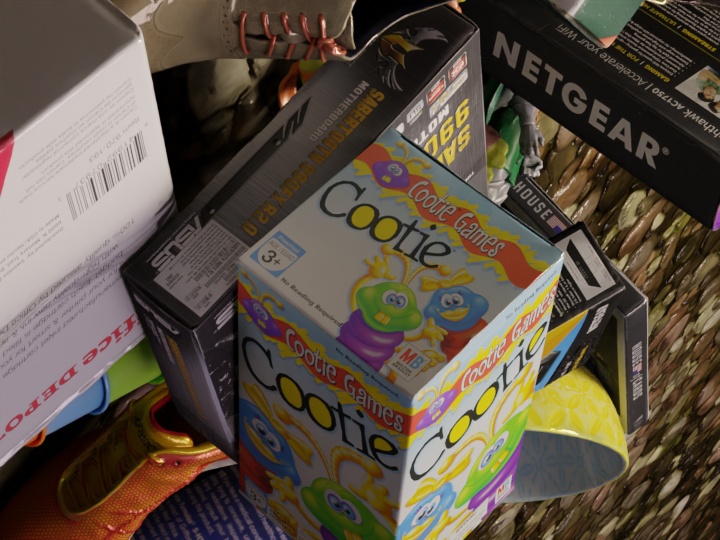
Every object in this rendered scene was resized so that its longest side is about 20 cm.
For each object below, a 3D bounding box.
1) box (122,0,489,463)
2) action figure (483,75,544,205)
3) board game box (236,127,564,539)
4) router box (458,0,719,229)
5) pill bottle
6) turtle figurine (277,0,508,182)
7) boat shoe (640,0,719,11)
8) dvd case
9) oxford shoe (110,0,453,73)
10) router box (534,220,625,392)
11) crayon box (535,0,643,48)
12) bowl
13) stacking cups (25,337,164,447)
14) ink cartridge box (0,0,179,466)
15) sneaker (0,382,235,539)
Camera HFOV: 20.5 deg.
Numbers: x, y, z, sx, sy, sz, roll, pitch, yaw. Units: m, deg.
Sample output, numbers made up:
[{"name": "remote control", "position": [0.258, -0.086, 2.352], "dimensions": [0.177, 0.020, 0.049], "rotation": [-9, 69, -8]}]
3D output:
[{"name": "box", "position": [-0.019, -0.019, 0.956], "dimensions": [0.200, 0.048, 0.159], "rotation": [-47, 157, -18]}, {"name": "action figure", "position": [0.086, -0.077, 1.198], "dimensions": [0.118, 0.054, 0.201], "rotation": [64, 47, -77]}, {"name": "board game box", "position": [0.012, 0.052, 0.918], "dimensions": [0.103, 0.105, 0.200], "rotation": [-41, 156, -27]}, {"name": "router box", "position": [0.170, -0.125, 1.119], "dimensions": [0.149, 0.200, 0.051], "rotation": [-32, 147, -34]}, {"name": "pill bottle", "position": [-0.065, 0.177, 1.202], "dimensions": [0.199, 0.120, 0.120], "rotation": [-27, 152, -9]}, {"name": "turtle figurine", "position": [0.004, -0.075, 1.075], "dimensions": [0.201, 0.064, 0.161], "rotation": [-58, 139, -8]}, {"name": "boat shoe", "position": [0.150, -0.171, 1.046], "dimensions": [0.060, 0.200, 0.072], "rotation": [-44, 135, -9]}, {"name": "dvd case", "position": [0.140, 0.018, 1.359], "dimensions": [0.025, 0.150, 0.200], "rotation": [-37, 154, -10]}, {"name": "oxford shoe", "position": [-0.037, -0.123, 0.883], "dimensions": [0.199, 0.075, 0.071], "rotation": [-25, 152, -9]}, {"name": "router box", "position": [0.072, 0.051, 1.182], "dimensions": [0.149, 0.051, 0.200], "rotation": [-29, 167, -7]}, {"name": "crayon box", "position": [0.133, -0.229, 1.001], "dimensions": [0.200, 0.127, 0.051], "rotation": [-53, 146, 7]}, {"name": "bowl", "position": [0.086, 0.087, 1.388], "dimensions": [0.200, 0.199, 0.108], "rotation": [61, 28, -65]}, {"name": "stacking cups", "position": [-0.156, 0.061, 1.003], "dimensions": [0.200, 0.060, 0.061], "rotation": [-33, 151, -34]}, {"name": "ink cartridge box", "position": [-0.157, -0.021, 0.849], "dimensions": [0.145, 0.083, 0.200], "rotation": [-42, 157, -21]}, {"name": "sneaker", "position": [-0.124, 0.098, 1.078], "dimensions": [0.200, 0.073, 0.077], "rotation": [-35, 154, 5]}]
